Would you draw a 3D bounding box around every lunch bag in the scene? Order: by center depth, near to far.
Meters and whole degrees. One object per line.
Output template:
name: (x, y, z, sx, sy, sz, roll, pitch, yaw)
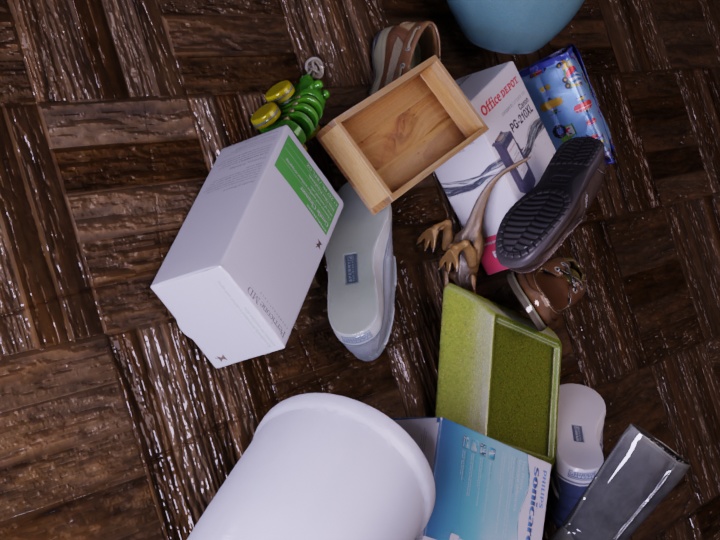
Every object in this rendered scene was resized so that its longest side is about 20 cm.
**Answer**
lunch bag: (0.271, -0.206, 2.158, 0.151, 0.094, 0.200, 66, 21, -6)

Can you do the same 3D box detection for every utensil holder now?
utensil holder: (-0.050, 0.228, 1.386, 0.170, 0.170, 0.200, 57, 38, -20)

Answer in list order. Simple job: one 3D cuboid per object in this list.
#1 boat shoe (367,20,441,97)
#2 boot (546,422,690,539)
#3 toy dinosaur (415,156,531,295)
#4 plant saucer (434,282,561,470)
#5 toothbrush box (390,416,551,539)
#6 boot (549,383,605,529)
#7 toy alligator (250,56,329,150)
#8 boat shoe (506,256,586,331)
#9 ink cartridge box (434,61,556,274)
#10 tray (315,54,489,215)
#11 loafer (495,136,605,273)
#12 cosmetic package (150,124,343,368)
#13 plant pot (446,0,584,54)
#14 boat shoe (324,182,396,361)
boat shoe: (0.054, -0.190, 1.826, 0.076, 0.074, 0.201, 29, 52, -45)
boot: (0.288, 0.281, 1.833, 0.182, 0.073, 0.200, 38, 86, -41)
toy dinosaur: (0.118, -0.034, 1.842, 0.106, 0.060, 0.201, 0, 103, -51)
plant saucer: (0.159, 0.130, 1.810, 0.199, 0.048, 0.201, 23, 66, -49)
toothbrush box: (0.094, 0.236, 1.638, 0.200, 0.085, 0.147, 25, 67, -46)
boot: (0.239, 0.212, 1.915, 0.200, 0.072, 0.091, -72, 171, -63)
toy alligator: (-0.056, -0.165, 1.671, 0.059, 0.054, 0.200, 55, 37, -24)
boat shoe: (0.211, 0.014, 1.863, 0.072, 0.068, 0.200, 59, 12, -4)
ink cartridge box: (0.160, -0.120, 1.934, 0.200, 0.084, 0.145, 62, 34, -14)
tray: (0.045, -0.141, 1.714, 0.099, 0.037, 0.200, 53, 41, -1)
loafer: (0.221, -0.062, 1.851, 0.200, 0.073, 0.071, -50, 133, -29)
cosmetic package: (-0.099, -0.023, 1.513, 0.108, 0.085, 0.200, 53, 36, -30)
plant pot: (0.181, -0.338, 2.010, 0.200, 0.200, 0.135, -39, 144, -55)
boat shoe: (0.001, 0.000, 1.674, 0.072, 0.070, 0.201, 68, 19, -51)
